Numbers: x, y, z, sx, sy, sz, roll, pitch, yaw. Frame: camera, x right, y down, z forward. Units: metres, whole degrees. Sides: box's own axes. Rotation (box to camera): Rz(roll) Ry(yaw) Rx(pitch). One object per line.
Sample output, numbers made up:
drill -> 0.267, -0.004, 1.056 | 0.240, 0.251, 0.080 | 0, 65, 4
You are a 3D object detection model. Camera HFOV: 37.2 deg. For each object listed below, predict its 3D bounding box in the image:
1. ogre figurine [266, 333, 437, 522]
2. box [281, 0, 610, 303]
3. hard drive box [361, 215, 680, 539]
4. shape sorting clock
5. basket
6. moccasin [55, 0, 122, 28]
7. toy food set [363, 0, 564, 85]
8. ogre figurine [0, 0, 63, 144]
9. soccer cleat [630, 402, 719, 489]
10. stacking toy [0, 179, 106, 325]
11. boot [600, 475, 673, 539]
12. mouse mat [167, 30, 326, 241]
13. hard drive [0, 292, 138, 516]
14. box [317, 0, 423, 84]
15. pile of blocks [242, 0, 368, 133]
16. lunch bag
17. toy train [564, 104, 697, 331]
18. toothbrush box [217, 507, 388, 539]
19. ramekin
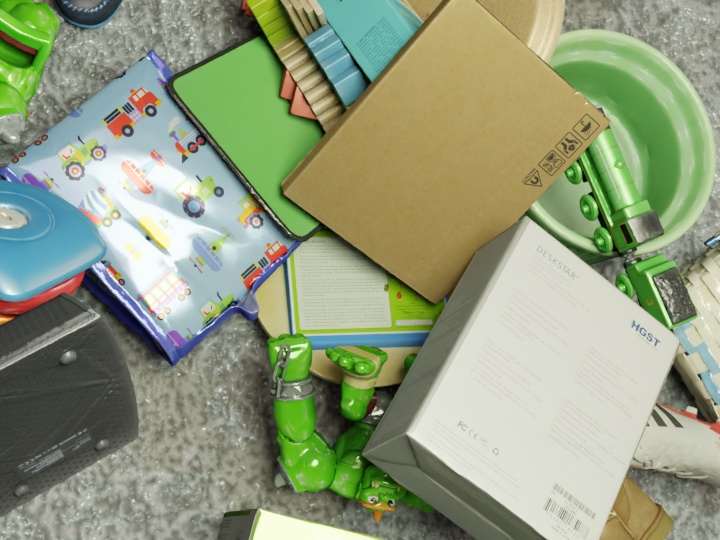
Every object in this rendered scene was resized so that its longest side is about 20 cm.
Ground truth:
ogre figurine -> 0.018, 0.122, 0.821 | 0.200, 0.098, 0.120 | 8, 102, -37
box -> 0.065, -0.089, 0.810 | 0.163, 0.021, 0.200 | 36, 108, -23
hard drive box -> 0.120, 0.089, 0.765 | 0.156, 0.077, 0.200 | 38, 60, -8
shape sorting clock -> 0.000, 0.000, 0.889 | 0.200, 0.039, 0.200 | 5, 73, -17
basket -> 0.358, 0.031, 0.921 | 0.200, 0.139, 0.177 | -29, 87, 11
moccasin -> -0.216, -0.302, 0.881 | 0.080, 0.068, 0.200 | 9, 75, -14
toy food set -> 0.082, -0.200, 0.890 | 0.049, 0.198, 0.200 | 21, 67, -51
ogre figurine -> -0.297, -0.161, 0.798 | 0.120, 0.098, 0.200 | 18, 31, -16
soccer cleat -> 0.236, 0.139, 0.874 | 0.200, 0.069, 0.085 | 35, 58, -7
stacking toy -> -0.259, 0.046, 0.748 | 0.116, 0.200, 0.110 | 27, 30, 15
boot -> 0.143, 0.185, 0.879 | 0.200, 0.066, 0.175 | 49, 58, -2
mouse mat -> -0.049, -0.123, 0.871 | 0.161, 0.008, 0.200 | 51, 41, -3
hard drive -> -0.223, 0.094, 0.727 | 0.135, 0.200, 0.042 | -29, 66, -19
box -> 0.006, -0.213, 0.869 | 0.049, 0.082, 0.200 | -43, 55, 17
pile of blocks -> -0.047, -0.169, 0.847 | 0.062, 0.082, 0.200 | -32, 79, 1
lunch bag -> -0.146, -0.039, 0.818 | 0.200, 0.094, 0.151 | 44, 70, 4
toy train -> 0.207, -0.041, 0.845 | 0.042, 0.056, 0.200 | -21, 85, -19
toothbrush box -> -0.003, 0.237, 0.778 | 0.200, 0.146, 0.086 | 17, 73, -11
ramekin -> 0.197, -0.100, 0.938 | 0.200, 0.098, 0.200 | 4, 76, -15
